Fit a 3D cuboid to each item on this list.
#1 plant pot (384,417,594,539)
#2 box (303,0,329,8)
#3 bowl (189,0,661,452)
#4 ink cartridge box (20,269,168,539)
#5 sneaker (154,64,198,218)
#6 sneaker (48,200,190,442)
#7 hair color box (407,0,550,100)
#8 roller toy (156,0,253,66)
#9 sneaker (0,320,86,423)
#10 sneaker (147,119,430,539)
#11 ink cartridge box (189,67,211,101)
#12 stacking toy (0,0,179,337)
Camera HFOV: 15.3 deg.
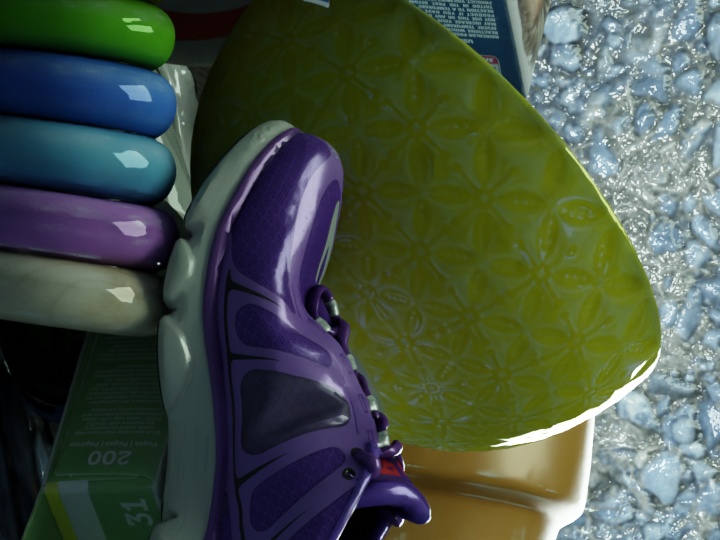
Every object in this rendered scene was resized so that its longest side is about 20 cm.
[{"bbox_3d":[0.003,0.142,1.236,0.200,0.199,0.184,59,35,-76],"label":"plant pot"},{"bbox_3d":[-0.047,-0.179,0.814,0.121,0.032,0.201,-19,99,-82],"label":"box"},{"bbox_3d":[0.000,0.000,0.968,0.200,0.108,0.200,42,-17,16],"label":"bowl"},{"bbox_3d":[-0.071,0.118,0.889,0.200,0.048,0.146,-78,160,-46],"label":"ink cartridge box"},{"bbox_3d":[-0.091,-0.001,1.131,0.079,0.074,0.201,-52,126,-69],"label":"sneaker"},{"bbox_3d":[-0.084,0.061,1.053,0.081,0.075,0.201,-111,-166,-67],"label":"sneaker"},{"bbox_3d":[0.029,-0.157,0.930,0.200,0.060,0.100,73,28,-57],"label":"hair color box"},{"bbox_3d":[-0.062,-0.180,1.039,0.183,0.199,0.140,58,32,-27],"label":"roller toy"},{"bbox_3d":[-0.109,-0.046,0.958,0.083,0.070,0.201,86,-3,-80],"label":"sneaker"},{"bbox_3d":[-0.017,0.051,0.848,0.081,0.083,0.201,47,43,-68],"label":"sneaker"},{"bbox_3d":[-0.039,-0.074,1.226,0.200,0.075,0.165,33,-32,40],"label":"ink cartridge box"},{"bbox_3d":[-0.088,-0.082,0.860,0.085,0.085,0.201,17,81,-84],"label":"stacking toy"}]
